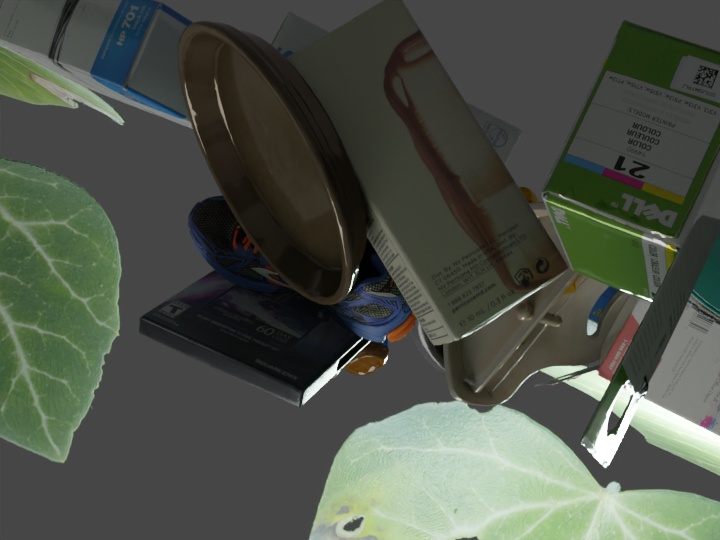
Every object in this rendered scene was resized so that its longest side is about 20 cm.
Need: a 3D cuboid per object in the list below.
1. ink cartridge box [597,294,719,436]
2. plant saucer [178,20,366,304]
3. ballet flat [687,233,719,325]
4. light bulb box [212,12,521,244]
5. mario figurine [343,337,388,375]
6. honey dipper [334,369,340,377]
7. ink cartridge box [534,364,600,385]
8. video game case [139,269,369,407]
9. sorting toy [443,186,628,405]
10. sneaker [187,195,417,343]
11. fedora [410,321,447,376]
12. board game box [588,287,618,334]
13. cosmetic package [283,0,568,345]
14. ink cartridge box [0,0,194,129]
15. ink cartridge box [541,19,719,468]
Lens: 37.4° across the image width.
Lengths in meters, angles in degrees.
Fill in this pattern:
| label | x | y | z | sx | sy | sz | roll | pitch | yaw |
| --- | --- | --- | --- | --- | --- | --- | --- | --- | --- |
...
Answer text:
| label | x | y | z | sx | sy | sz | roll | pitch | yaw |
| --- | --- | --- | --- | --- | --- | --- | --- | --- | --- |
| ink cartridge box | 0.305 | 0.070 | 0.845 | 0.199 | 0.117 | 0.068 | 27 | -157 | 6 |
| plant saucer | -0.056 | -0.071 | 0.692 | 0.200 | 0.029 | 0.201 | 47 | 156 | 29 |
| ballet flat | 0.298 | 0.018 | 0.765 | 0.199 | 0.074 | 0.074 | 30 | 175 | 3 |
| light bulb box | 0.006 | -0.084 | 0.869 | 0.199 | 0.125 | 0.198 | 28 | 175 | 4 |
| mario figurine | 0.000 | 0.000 | 1.019 | 0.105 | 0.201 | 0.124 | 11 | 144 | 9 |
| honey dipper | 0.010 | 0.022 | 1.110 | 0.038 | 0.201 | 0.038 | 26 | 175 | 2 |
| ink cartridge box | 0.280 | 0.099 | 1.039 | 0.163 | 0.199 | 0.057 | 70 | 177 | -82 |
| video game case | -0.058 | 0.029 | 0.845 | 0.142 | 0.019 | 0.200 | 22 | -149 | 20 |
| sorting toy | 0.185 | 0.024 | 0.937 | 0.179 | 0.200 | 0.107 | 13 | -144 | -34 |
| sneaker | -0.045 | -0.017 | 0.805 | 0.199 | 0.076 | 0.079 | 20 | 158 | 19 |
| fedora | 0.132 | 0.012 | 1.055 | 0.176 | 0.201 | 0.090 | 14 | -156 | -15 |
| board game box | 0.224 | 0.025 | 1.202 | 0.199 | 0.056 | 0.196 | 26 | 175 | 8 |
| cosmetic package | 0.037 | -0.059 | 0.684 | 0.201 | 0.087 | 0.103 | 58 | 175 | 2 |
| ink cartridge box | -0.219 | -0.203 | 0.987 | 0.199 | 0.086 | 0.146 | 25 | -178 | 33 |
| ink cartridge box | 0.138 | -0.006 | 0.571 | 0.075 | 0.201 | 0.148 | 25 | 174 | 22 |
